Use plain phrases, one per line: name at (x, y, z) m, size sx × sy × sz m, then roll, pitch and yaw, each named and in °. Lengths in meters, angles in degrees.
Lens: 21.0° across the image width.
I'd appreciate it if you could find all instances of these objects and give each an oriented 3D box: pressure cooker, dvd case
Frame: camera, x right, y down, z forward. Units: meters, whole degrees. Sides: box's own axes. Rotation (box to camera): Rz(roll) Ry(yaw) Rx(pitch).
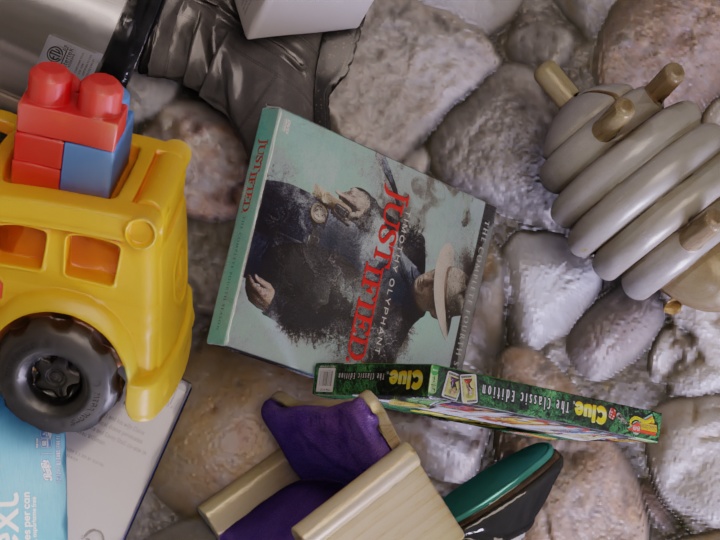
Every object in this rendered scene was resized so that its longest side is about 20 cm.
pressure cooker at (-0.218, -0.172, 1.115) m, size 0.198 × 0.178 × 0.178 m, roll 21°, pitch 79°, yaw -14°
dvd case at (0.000, 0.000, 1.189) m, size 0.199 × 0.022 × 0.148 m, roll 23°, pitch 77°, yaw -43°
dvd case at (-0.206, 0.127, 1.153) m, size 0.149 × 0.025 × 0.202 m, roll 27°, pitch 74°, yaw -12°

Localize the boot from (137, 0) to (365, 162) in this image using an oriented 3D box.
boot at (-0.082, -0.106, 1.214) m, size 0.130 × 0.070 × 0.202 m, roll 19°, pitch 65°, yaw -11°

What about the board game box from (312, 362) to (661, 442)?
board game box at (0.079, 0.081, 1.171) m, size 0.199 × 0.104 × 0.024 m, roll 14°, pitch 81°, yaw -39°

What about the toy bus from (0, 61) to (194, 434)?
toy bus at (-0.187, -0.029, 1.049) m, size 0.198 × 0.136 × 0.194 m, roll 9°, pitch 121°, yaw 3°

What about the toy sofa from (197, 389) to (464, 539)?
toy sofa at (-0.029, 0.132, 1.116) m, size 0.083 × 0.200 × 0.098 m, roll -35°, pitch 99°, yaw -19°

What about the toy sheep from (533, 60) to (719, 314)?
toy sheep at (0.182, -0.058, 1.250) m, size 0.137 × 0.138 × 0.201 m, roll -31°, pitch 81°, yaw -19°

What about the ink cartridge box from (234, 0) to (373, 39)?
ink cartridge box at (-0.041, -0.265, 1.175) m, size 0.084 × 0.146 × 0.202 m, roll -9°, pitch 67°, yaw -26°

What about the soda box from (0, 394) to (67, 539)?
soda box at (-0.203, 0.161, 1.102) m, size 0.067 × 0.064 × 0.202 m, roll 0°, pitch 81°, yaw -17°

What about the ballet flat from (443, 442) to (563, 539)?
ballet flat at (0.047, 0.180, 1.209) m, size 0.199 × 0.068 × 0.069 m, roll -27°, pitch 100°, yaw -9°
